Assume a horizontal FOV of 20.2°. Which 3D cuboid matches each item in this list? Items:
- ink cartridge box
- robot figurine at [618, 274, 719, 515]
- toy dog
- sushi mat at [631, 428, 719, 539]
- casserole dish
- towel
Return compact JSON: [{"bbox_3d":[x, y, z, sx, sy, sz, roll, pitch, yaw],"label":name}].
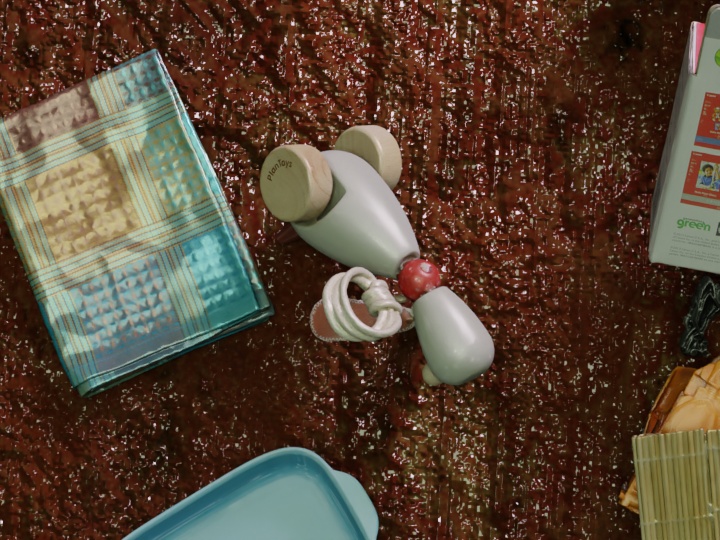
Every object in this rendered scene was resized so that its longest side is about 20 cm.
[{"bbox_3d":[0.290,-0.081,1.228,0.199,0.084,0.176,11,121,4],"label":"ink cartridge box"},{"bbox_3d":[0.254,0.086,1.291,0.145,0.058,0.201,31,88,7],"label":"robot figurine"},{"bbox_3d":[0.000,0.000,1.301,0.131,0.096,0.201,8,48,-31],"label":"toy dog"},{"bbox_3d":[0.225,0.193,1.262,0.095,0.012,0.201,-2,103,19],"label":"sushi mat"},{"bbox_3d":[-0.078,0.199,1.317,0.199,0.039,0.122,-31,82,2],"label":"casserole dish"},{"bbox_3d":[-0.162,-0.032,1.359,0.146,0.022,0.201,-24,82,1],"label":"towel"}]
